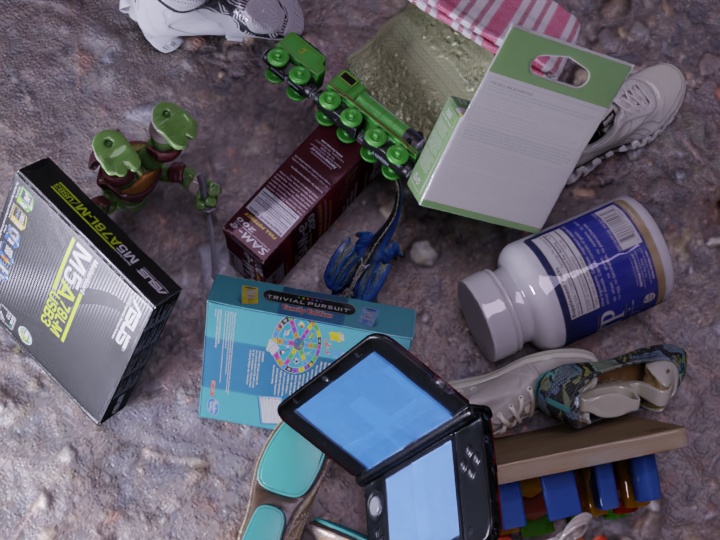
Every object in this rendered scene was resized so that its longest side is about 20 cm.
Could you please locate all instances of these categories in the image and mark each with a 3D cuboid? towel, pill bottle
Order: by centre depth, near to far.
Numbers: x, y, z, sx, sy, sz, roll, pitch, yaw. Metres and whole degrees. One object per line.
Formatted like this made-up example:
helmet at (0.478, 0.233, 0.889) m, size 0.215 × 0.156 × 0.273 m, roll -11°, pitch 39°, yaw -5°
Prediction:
towel at (0.133, -0.274, 1.315) m, size 0.199 × 0.030 × 0.147 m, roll 31°, pitch 38°, yaw -1°
pill bottle at (0.207, 0.014, 1.315) m, size 0.199 × 0.120 × 0.120 m, roll -23°, pitch 74°, yaw -9°
towel at (0.081, -0.192, 1.320) m, size 0.148 × 0.036 × 0.201 m, roll -43°, pitch 63°, yaw 13°

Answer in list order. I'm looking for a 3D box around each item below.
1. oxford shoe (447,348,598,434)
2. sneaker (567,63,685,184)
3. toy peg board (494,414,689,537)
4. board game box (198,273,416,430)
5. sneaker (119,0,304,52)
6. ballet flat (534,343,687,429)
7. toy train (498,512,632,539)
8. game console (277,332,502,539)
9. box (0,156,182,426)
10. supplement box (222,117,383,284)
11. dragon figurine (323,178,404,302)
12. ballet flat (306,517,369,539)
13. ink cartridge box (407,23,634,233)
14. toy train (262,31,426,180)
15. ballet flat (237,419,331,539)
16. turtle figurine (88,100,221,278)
oxford shoe at (0.149, 0.132, 1.293) m, size 0.198 × 0.076 × 0.058 m, roll -17°, pitch 46°, yaw -6°
sneaker at (0.279, -0.167, 1.398) m, size 0.199 × 0.081 × 0.075 m, roll -34°, pitch 75°, yaw -14°
toy peg board at (0.193, 0.208, 1.222) m, size 0.198 × 0.199 × 0.099 m, roll -11°, pitch 89°, yaw -6°
board game box at (-0.055, 0.092, 1.265) m, size 0.198 × 0.152 × 0.047 m, roll 10°, pitch 37°, yaw 0°
sneaker at (-0.166, -0.288, 1.423) m, size 0.199 × 0.115 × 0.076 m, roll 12°, pitch 68°, yaw -35°
ballet flat at (0.267, 0.121, 1.278) m, size 0.199 × 0.074 × 0.075 m, roll -10°, pitch 71°, yaw -29°
toy train at (0.176, 0.271, 1.207) m, size 0.150 × 0.200 × 0.056 m, roll -40°, pitch 58°, yaw -1°
game console at (0.019, 0.177, 1.138) m, size 0.118 × 0.200 × 0.174 m, roll 12°, pitch 59°, yaw -27°
box at (-0.281, 0.024, 1.257) m, size 0.193 × 0.200 × 0.047 m, roll 45°, pitch 43°, yaw 12°
supplement box at (-0.054, -0.079, 1.339) m, size 0.061 × 0.109 × 0.200 m, roll 39°, pitch 75°, yaw 10°
dragon figurine at (0.000, 0.000, 1.302) m, size 0.059 × 0.099 × 0.201 m, roll 31°, pitch 108°, yaw 6°
ballet flat at (0.034, 0.301, 1.245) m, size 0.198 × 0.068 × 0.068 m, roll 19°, pitch 80°, yaw 5°
ink cartridge box at (0.151, -0.139, 1.234) m, size 0.144 × 0.201 × 0.048 m, roll 12°, pitch 30°, yaw -25°
toy train at (-0.015, -0.167, 1.295) m, size 0.200 × 0.042 × 0.056 m, roll 40°, pitch 63°, yaw 11°
ballet flat at (-0.076, 0.225, 1.261) m, size 0.070 × 0.065 × 0.201 m, roll 22°, pitch 81°, yaw 14°
turtle figurine at (-0.207, -0.067, 1.285) m, size 0.142 × 0.194 × 0.202 m, roll 3°, pitch 68°, yaw -10°
